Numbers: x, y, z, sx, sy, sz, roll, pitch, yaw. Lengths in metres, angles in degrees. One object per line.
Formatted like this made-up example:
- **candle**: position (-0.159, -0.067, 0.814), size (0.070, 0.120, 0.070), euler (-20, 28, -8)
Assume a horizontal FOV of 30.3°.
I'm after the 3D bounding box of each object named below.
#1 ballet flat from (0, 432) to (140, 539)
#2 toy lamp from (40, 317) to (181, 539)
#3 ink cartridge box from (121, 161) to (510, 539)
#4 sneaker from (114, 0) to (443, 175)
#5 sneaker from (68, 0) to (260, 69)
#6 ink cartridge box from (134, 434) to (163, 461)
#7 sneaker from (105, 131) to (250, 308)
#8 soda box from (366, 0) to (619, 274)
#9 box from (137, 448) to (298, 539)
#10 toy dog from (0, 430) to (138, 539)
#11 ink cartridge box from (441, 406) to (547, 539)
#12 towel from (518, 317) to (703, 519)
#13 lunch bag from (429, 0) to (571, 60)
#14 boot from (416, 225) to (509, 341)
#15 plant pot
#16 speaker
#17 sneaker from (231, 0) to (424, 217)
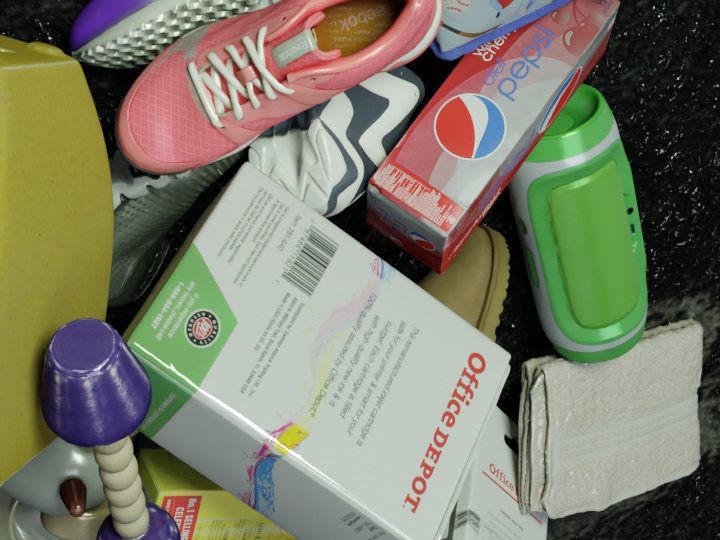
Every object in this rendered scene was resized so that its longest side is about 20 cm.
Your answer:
- **ballet flat**: position (-0.192, 0.133, 0.887), size (0.069, 0.070, 0.201), euler (27, 102, -36)
- **toy lamp**: position (-0.132, 0.099, 0.707), size (0.058, 0.058, 0.201), euler (-20, 142, -17)
- **ink cartridge box**: position (-0.031, 0.060, 0.763), size (0.199, 0.084, 0.146), euler (36, 53, -9)
- **sneaker**: position (-0.047, -0.116, 0.715), size (0.198, 0.087, 0.074), euler (-27, 95, 1)
- **sneaker**: position (-0.094, -0.196, 0.756), size (0.199, 0.100, 0.069), euler (-30, 167, 23)
- **ink cartridge box**: position (-0.060, 0.158, 0.957), size (0.198, 0.084, 0.147), euler (10, 111, -31)
- **sneaker**: position (-0.146, -0.029, 0.826), size (0.199, 0.067, 0.091), euler (-34, 134, -7)
- **soda box**: position (0.084, -0.100, 0.853), size (0.201, 0.063, 0.070), euler (-52, 168, -16)
- **box**: position (-0.053, 0.161, 0.878), size (0.198, 0.050, 0.076), euler (6, 113, -28)
- **toy dog**: position (-0.226, 0.116, 0.799), size (0.197, 0.096, 0.134), euler (-10, 105, -1)
- **ink cartridge box**: position (0.088, 0.215, 1.039), size (0.066, 0.202, 0.116), euler (-17, 137, 33)
- **towel**: position (0.207, 0.119, 1.074), size (0.198, 0.034, 0.134), euler (-12, 108, -34)
- **lunch bag**: position (0.112, -0.240, 0.777), size (0.199, 0.124, 0.171), euler (-27, 156, -17)
- **boot**: position (0.000, 0.000, 0.897), size (0.198, 0.176, 0.066), euler (25, 134, -14)
- **plant pot**: position (-0.230, -0.026, 0.671), size (0.193, 0.194, 0.202), euler (18, 103, 5)
- **speaker**: position (0.157, -0.032, 0.966), size (0.088, 0.088, 0.202), euler (-26, 125, -12)
- **sneaker**: position (-0.018, -0.136, 0.830), size (0.129, 0.079, 0.202), euler (-13, 92, -61)
